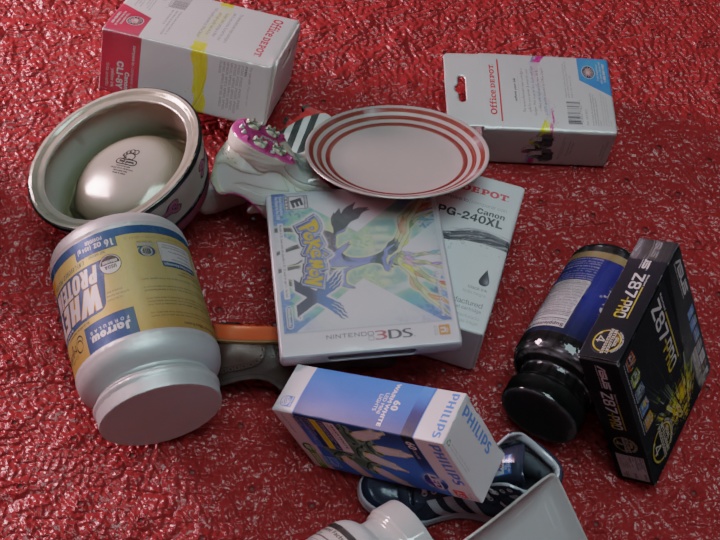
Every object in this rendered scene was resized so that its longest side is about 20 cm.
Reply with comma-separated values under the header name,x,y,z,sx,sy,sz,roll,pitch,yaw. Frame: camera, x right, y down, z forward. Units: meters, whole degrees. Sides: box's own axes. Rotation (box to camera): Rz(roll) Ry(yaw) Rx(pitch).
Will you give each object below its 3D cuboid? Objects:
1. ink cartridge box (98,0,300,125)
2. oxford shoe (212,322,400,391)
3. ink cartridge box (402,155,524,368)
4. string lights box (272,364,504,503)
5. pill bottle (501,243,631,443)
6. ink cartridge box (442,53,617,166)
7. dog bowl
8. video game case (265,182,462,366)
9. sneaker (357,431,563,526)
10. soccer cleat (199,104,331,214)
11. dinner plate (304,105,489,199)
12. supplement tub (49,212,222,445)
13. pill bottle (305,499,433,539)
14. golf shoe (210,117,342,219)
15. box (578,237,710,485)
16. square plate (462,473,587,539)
name,x,y,z,sx,sy,sz,roll,pitch,yaw
ink cartridge box,-0.184,-0.250,1.512,0.200,0.083,0.145,14,33,3
oxford shoe,-0.056,0.095,1.360,0.200,0.071,0.073,4,89,-9
ink cartridge box,0.083,-0.013,1.418,0.145,0.083,0.200,16,58,6
string lights box,0.026,0.153,1.245,0.200,0.103,0.059,6,54,37
pill bottle,0.229,0.077,1.362,0.112,0.112,0.200,29,60,12
ink cartridge box,0.194,-0.192,1.550,0.200,0.068,0.115,2,58,-5
dog bowl,-0.253,-0.101,1.413,0.200,0.074,0.200,-10,51,13
video game case,0.000,0.000,1.342,0.182,0.022,0.200,-5,57,-5
sneaker,0.100,0.202,1.271,0.200,0.109,0.070,5,57,-3
soccer cleat,-0.096,-0.115,1.475,0.200,0.069,0.085,-35,63,-29
dinner plate,0.039,-0.124,1.415,0.200,0.024,0.200,1,34,-1
supplement tub,-0.222,0.058,1.306,0.145,0.145,0.200,-13,60,-14
pill bottle,-0.028,0.300,1.194,0.200,0.116,0.116,-28,65,-22
golf shoe,-0.073,-0.089,1.430,0.200,0.092,0.075,28,25,-25
box,0.288,0.093,1.310,0.049,0.200,0.161,9,51,34
square plate,0.140,0.319,1.201,0.200,0.028,0.198,-31,101,-23
